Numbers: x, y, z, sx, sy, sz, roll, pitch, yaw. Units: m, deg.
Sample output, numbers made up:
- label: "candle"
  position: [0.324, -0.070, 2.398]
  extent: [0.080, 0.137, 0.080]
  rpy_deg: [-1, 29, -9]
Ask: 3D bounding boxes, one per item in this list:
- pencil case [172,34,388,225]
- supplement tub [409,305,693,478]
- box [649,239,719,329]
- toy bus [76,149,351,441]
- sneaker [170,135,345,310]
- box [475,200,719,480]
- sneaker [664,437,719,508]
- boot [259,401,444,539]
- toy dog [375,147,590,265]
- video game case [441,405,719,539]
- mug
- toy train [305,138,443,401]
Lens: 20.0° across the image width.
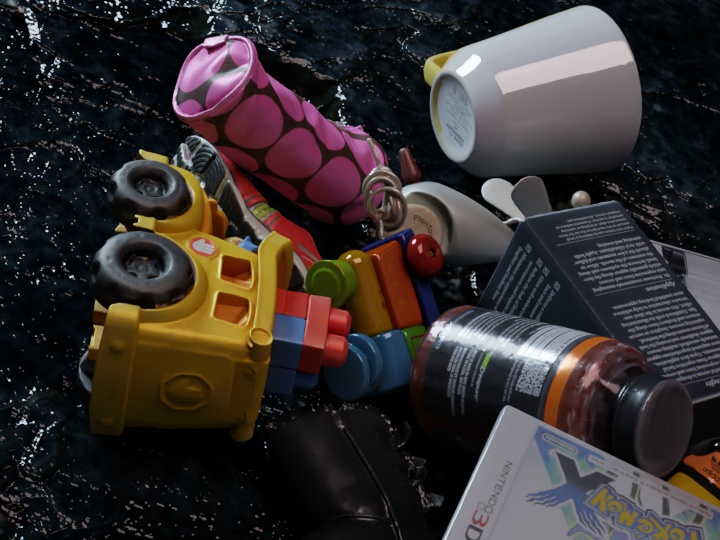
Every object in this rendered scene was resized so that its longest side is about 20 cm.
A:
- label: "pencil case"
  position: [-0.063, -0.115, 1.639]
  extent: [0.200, 0.090, 0.094]
  rpy_deg: [37, 57, -46]
- label: "supplement tub"
  position: [0.138, 0.093, 1.468]
  extent: [0.199, 0.108, 0.107]
  rpy_deg: [14, 27, 42]
- label: "box"
  position: [0.300, 0.049, 1.740]
  extent: [0.198, 0.060, 0.117]
  rpy_deg: [15, 42, -12]
- label: "toy bus"
  position: [-0.102, 0.022, 1.482]
  extent: [0.190, 0.136, 0.201]
  rpy_deg: [7, 41, -5]
- label: "sneaker"
  position: [-0.084, -0.025, 1.627]
  extent: [0.085, 0.077, 0.200]
  rpy_deg: [2, 43, -54]
- label: "box"
  position: [0.188, 0.072, 1.591]
  extent: [0.106, 0.149, 0.201]
  rpy_deg: [-11, 53, -34]
- label: "sneaker"
  position: [0.260, 0.160, 1.486]
  extent: [0.070, 0.090, 0.200]
  rpy_deg: [39, 11, 13]
- label: "boot"
  position: [-0.028, 0.170, 1.436]
  extent: [0.197, 0.074, 0.163]
  rpy_deg: [2, 48, -35]
- label: "toy dog"
  position: [0.099, -0.053, 1.673]
  extent: [0.198, 0.132, 0.097]
  rpy_deg: [-2, 90, -29]
- label: "video game case"
  position: [0.153, 0.196, 1.328]
  extent: [0.199, 0.022, 0.183]
  rpy_deg: [26, 47, 5]
- label: "mug"
  position: [0.139, -0.146, 1.829]
  extent: [0.152, 0.186, 0.151]
  rpy_deg: [-13, 86, -26]
- label: "toy train"
  position: [0.000, 0.000, 1.548]
  extent: [0.115, 0.084, 0.202]
  rpy_deg: [-10, 81, -53]
